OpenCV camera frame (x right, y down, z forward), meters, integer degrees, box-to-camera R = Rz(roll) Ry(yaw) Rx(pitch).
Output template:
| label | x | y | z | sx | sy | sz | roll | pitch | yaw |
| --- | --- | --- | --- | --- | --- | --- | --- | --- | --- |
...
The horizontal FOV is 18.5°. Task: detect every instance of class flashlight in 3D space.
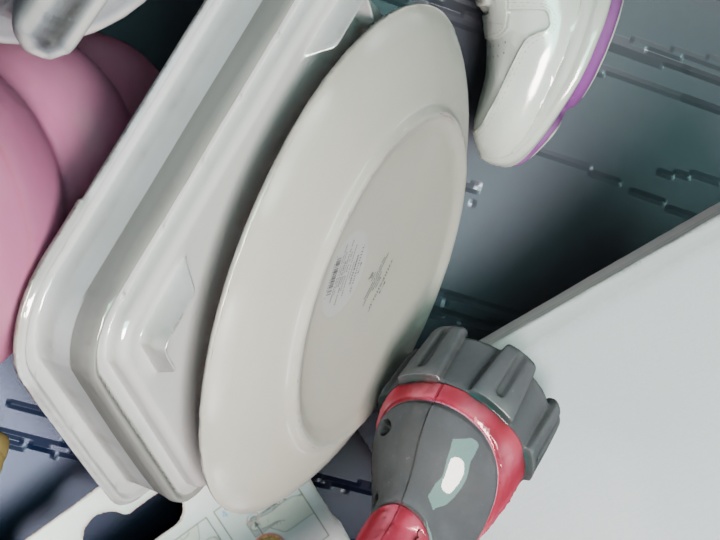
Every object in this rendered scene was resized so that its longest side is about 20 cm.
| label | x | y | z | sx | sy | sz | roll | pitch | yaw |
| --- | --- | --- | --- | --- | --- | --- | --- | --- | --- |
| flashlight | 0.004 | 0.110 | 0.799 | 0.068 | 0.068 | 0.200 | 41 | 52 | -7 |

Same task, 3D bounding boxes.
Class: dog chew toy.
| label | x | y | z | sx | sy | sz | roll | pitch | yaw |
| --- | --- | --- | --- | --- | --- | --- | --- | --- | --- |
| dog chew toy | -0.134 | -0.031 | 0.768 | 0.200 | 0.124 | 0.125 | -31 | 115 | -56 |

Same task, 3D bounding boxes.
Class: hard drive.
| label | x | y | z | sx | sy | sz | roll | pitch | yaw |
| --- | --- | --- | --- | --- | --- | --- | --- | --- | --- |
| hard drive | 0.114 | 0.066 | 0.878 | 0.199 | 0.027 | 0.132 | -31 | 98 | 22 |

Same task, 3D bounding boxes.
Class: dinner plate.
| label | x | y | z | sx | sy | sz | roll | pitch | yaw |
| --- | --- | --- | --- | --- | --- | --- | --- | --- | --- |
| dinner plate | 0.000 | 0.000 | 0.815 | 0.024 | 0.200 | 0.201 | 21 | 92 | 20 |

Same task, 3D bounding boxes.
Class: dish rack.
| label | x | y | z | sx | sy | sz | roll | pitch | yaw |
| --- | --- | --- | --- | --- | --- | --- | --- | --- | --- |
| dish rack | -0.040 | -0.017 | 0.790 | 0.043 | 0.172 | 0.201 | 21 | 70 | 20 |

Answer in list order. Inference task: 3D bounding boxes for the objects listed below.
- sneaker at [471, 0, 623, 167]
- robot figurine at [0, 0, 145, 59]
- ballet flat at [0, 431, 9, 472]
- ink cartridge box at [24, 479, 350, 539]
| label | x | y | z | sx | sy | sz | roll | pitch | yaw |
| --- | --- | --- | --- | --- | --- | --- | --- | --- | --- |
| sneaker | 0.063 | -0.143 | 0.878 | 0.099 | 0.075 | 0.201 | 13 | 95 | -3 |
| robot figurine | -0.113 | -0.154 | 0.742 | 0.169 | 0.200 | 0.113 | 29 | 117 | -29 |
| ballet flat | -0.204 | 0.017 | 0.810 | 0.200 | 0.068 | 0.063 | 54 | 52 | -22 |
| ink cartridge box | -0.060 | 0.168 | 0.894 | 0.162 | 0.057 | 0.201 | -35 | 101 | -11 |
